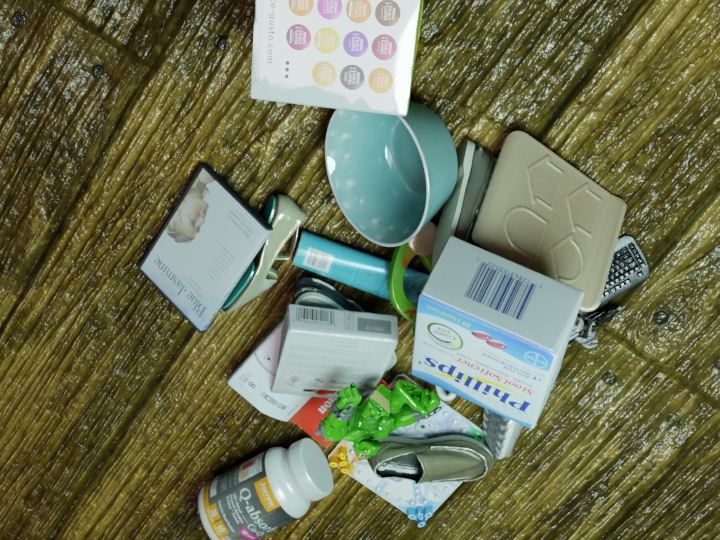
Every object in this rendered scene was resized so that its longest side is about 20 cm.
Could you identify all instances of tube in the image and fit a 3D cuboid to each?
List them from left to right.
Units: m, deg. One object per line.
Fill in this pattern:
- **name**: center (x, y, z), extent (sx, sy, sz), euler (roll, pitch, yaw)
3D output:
- **tube**: center (0.000, 0.000, 1.495), extent (0.197, 0.051, 0.078), euler (21, 142, -6)

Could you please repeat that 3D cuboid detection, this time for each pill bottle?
- **pill bottle**: center (-0.149, 0.349, 1.621), extent (0.198, 0.117, 0.117), euler (-30, 108, 17)

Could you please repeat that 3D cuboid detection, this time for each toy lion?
- **toy lion**: center (0.127, 0.045, 1.448), extent (0.197, 0.069, 0.195), euler (18, 91, -13)

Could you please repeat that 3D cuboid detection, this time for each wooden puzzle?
- **wooden puzzle**: center (0.251, -0.064, 1.388), extent (0.198, 0.188, 0.046), euler (29, 153, -13)

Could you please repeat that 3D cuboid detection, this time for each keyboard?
- **keyboard**: center (0.329, 0.042, 1.488), extent (0.198, 0.040, 0.105), euler (-33, 106, 18)

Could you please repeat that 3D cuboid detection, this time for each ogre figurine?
- **ogre figurine**: center (0.019, 0.211, 1.509), extent (0.120, 0.199, 0.099), euler (-41, 77, 35)

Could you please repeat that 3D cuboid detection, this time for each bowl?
- **bowl**: center (0.053, -0.144, 1.370), extent (0.199, 0.104, 0.204), euler (27, 128, 40)

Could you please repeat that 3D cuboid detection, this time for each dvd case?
- **dvd case**: center (-0.227, -0.031, 1.487), extent (0.142, 0.017, 0.201), euler (42, 113, 13)

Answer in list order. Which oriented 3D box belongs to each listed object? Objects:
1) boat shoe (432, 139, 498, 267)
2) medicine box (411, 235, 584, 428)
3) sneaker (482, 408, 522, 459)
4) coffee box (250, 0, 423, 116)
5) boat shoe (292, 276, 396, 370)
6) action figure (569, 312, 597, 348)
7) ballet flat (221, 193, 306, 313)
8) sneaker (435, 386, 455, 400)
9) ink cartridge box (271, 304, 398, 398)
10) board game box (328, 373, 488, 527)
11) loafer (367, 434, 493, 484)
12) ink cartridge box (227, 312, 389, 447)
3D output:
- **boat shoe**: center (0.143, -0.080, 1.381), extent (0.059, 0.205, 0.072), euler (21, 153, -12)
- **medicine box**: center (0.167, 0.082, 1.299), extent (0.180, 0.104, 0.201), euler (23, 148, 15)
- **sneaker**: center (0.243, 0.198, 1.541), extent (0.081, 0.075, 0.203), euler (2, 119, -25)
- **coffee box**: center (-0.021, -0.325, 1.272), extent (0.194, 0.201, 0.203), euler (7, 114, 1)
- **boat shoe**: center (-0.020, 0.078, 1.521), extent (0.075, 0.061, 0.200), euler (-34, 124, 18)
- **action figure**: center (0.237, 0.057, 1.391), extent (0.198, 0.130, 0.070), euler (27, 79, -11)
- **ballet flat**: center (-0.137, -0.015, 1.495), extent (0.069, 0.070, 0.202), euler (27, 112, -7)
- **sneaker**: center (0.130, 0.098, 1.504), extent (0.073, 0.087, 0.204), euler (-3, 112, 9)
- **ink cartridge box**: center (-0.042, 0.124, 1.501), extent (0.157, 0.048, 0.201), euler (6, 148, -10)
- **board game box**: center (0.080, 0.289, 1.621), extent (0.199, 0.026, 0.201), euler (35, 112, -11)
- **loafer**: center (0.105, 0.298, 1.570), extent (0.196, 0.070, 0.077), euler (-1, 115, 5)
- **ink cartridge box**: center (-0.080, 0.173, 1.577), extent (0.200, 0.057, 0.163), euler (42, 110, -8)
